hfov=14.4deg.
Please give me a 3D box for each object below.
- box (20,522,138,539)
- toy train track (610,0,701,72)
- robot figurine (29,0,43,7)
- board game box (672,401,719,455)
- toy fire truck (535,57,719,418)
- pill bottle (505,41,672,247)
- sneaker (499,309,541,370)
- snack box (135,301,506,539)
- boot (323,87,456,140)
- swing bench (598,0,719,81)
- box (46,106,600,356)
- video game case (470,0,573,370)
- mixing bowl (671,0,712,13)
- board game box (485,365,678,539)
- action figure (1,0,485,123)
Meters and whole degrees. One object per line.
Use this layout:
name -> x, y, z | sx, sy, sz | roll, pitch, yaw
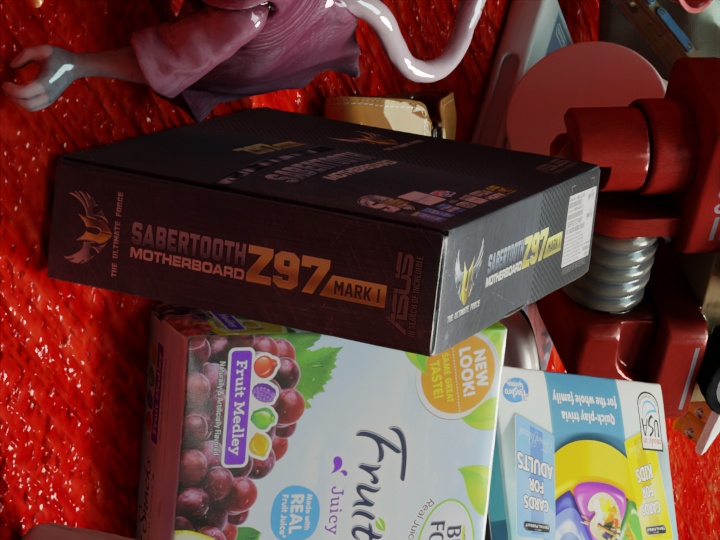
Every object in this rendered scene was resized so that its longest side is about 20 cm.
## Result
box -> -0.057, 0.235, 1.047 | 0.172, 0.199, 0.200 | -61, 154, -47
toy train track -> 0.167, -0.112, 1.566 | 0.032, 0.200, 0.115 | -38, 178, -29
robot figurine -> -0.108, -0.182, 0.810 | 0.144, 0.116, 0.202 | 18, 82, -77
board game box -> 0.248, -0.018, 1.584 | 0.200, 0.026, 0.200 | -51, 166, -29
toy fire truck -> 0.120, -0.005, 1.370 | 0.129, 0.198, 0.177 | -111, -154, -48
pill bottle -> 0.139, -0.037, 1.525 | 0.200, 0.112, 0.113 | 59, 46, -62
sneaker -> 0.065, 0.074, 1.521 | 0.112, 0.073, 0.201 | -60, 161, -51
snack box -> -0.021, 0.114, 1.185 | 0.053, 0.141, 0.202 | -144, -124, -61
boot -> 0.000, 0.000, 1.283 | 0.200, 0.076, 0.157 | -17, 109, -57
swing bench -> 0.218, -0.138, 1.695 | 0.200, 0.129, 0.201 | -43, 135, -65
box -> -0.009, -0.020, 1.111 | 0.200, 0.157, 0.051 | -21, 119, -67
video game case -> 0.093, -0.037, 1.599 | 0.200, 0.023, 0.183 | 58, 46, -63
mixing bowl -> 0.140, -0.241, 1.494 | 0.200, 0.108, 0.202 | 10, 90, -70
board game box -> 0.093, 0.149, 1.293 | 0.151, 0.047, 0.202 | 8, 73, -54
action figure -> -0.036, -0.100, 1.029 | 0.200, 0.148, 0.135 | 27, 80, -84
